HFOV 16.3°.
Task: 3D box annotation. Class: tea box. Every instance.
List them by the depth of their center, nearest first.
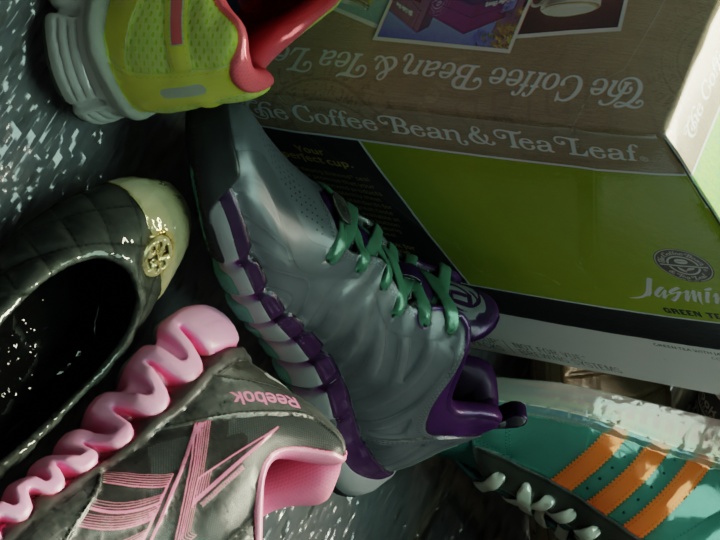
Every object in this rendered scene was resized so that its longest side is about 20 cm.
[{"bbox_3d":[0.085,-0.061,0.958,0.197,0.199,0.134,49,59,-49],"label":"tea box"}]

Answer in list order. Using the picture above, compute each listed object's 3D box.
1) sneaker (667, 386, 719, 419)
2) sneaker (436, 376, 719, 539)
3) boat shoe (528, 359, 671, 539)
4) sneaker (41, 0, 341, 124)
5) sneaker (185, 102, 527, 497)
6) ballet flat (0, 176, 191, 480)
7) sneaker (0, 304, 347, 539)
[{"bbox_3d":[0.167,0.075,1.165,0.080,0.077,0.200,-7,147,-34],"label":"sneaker"},{"bbox_3d":[0.105,0.095,1.050,0.071,0.199,0.080,146,-44,-80],"label":"sneaker"},{"bbox_3d":[0.097,0.089,1.129,0.071,0.064,0.202,2,80,-42],"label":"boat shoe"},{"bbox_3d":[-0.026,-0.127,0.881,0.078,0.090,0.201,54,53,-43],"label":"sneaker"},{"bbox_3d":[0.000,0.000,0.934,0.200,0.087,0.075,65,11,-47],"label":"sneaker"},{"bbox_3d":[-0.112,0.038,0.824,0.200,0.057,0.067,-49,135,-38],"label":"ballet flat"},{"bbox_3d":[-0.074,0.100,0.845,0.200,0.095,0.079,-49,171,-35],"label":"sneaker"}]
